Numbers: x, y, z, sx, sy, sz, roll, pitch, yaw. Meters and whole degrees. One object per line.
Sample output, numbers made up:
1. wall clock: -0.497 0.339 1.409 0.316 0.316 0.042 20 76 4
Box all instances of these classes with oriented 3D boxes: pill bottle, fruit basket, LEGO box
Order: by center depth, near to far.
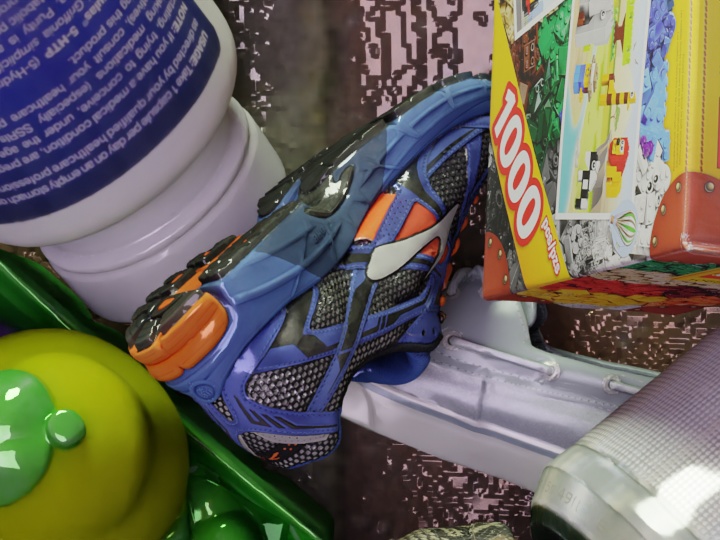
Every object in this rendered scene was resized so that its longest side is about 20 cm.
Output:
1. LEGO box: 0.105 -0.092 0.925 0.077 0.149 0.201 5 81 -21
2. pill bottle: -0.113 -0.079 1.017 0.120 0.120 0.200 -25 126 17
3. fruit basket: -0.112 0.084 1.035 0.216 0.216 0.156 40 106 7

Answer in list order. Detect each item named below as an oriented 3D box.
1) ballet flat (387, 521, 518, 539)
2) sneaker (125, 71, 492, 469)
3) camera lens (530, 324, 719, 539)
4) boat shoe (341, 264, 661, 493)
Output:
1. ballet flat: 0.009 0.150 1.035 0.075 0.068 0.200 5 142 -6
2. sneaker: 0.000 0.000 1.007 0.075 0.200 0.079 -26 103 48
3. camera lens: 0.168 0.079 0.952 0.200 0.160 0.160 -38 87 -8
4. boat shoe: 0.051 0.036 1.058 0.200 0.070 0.072 21 93 7
